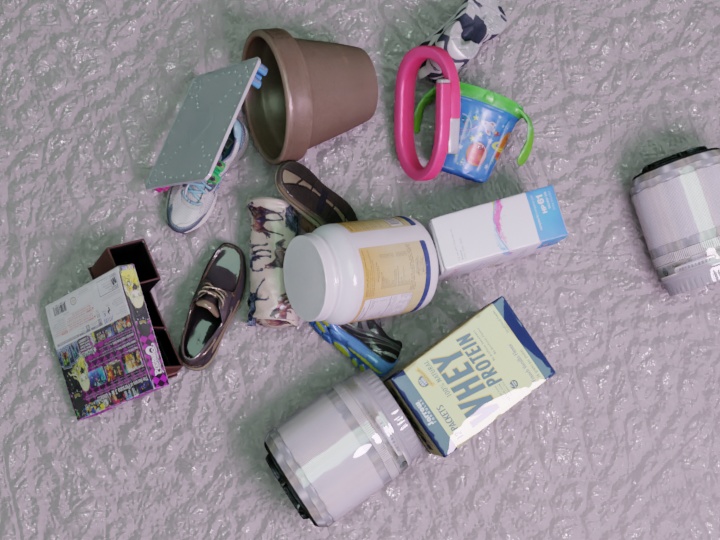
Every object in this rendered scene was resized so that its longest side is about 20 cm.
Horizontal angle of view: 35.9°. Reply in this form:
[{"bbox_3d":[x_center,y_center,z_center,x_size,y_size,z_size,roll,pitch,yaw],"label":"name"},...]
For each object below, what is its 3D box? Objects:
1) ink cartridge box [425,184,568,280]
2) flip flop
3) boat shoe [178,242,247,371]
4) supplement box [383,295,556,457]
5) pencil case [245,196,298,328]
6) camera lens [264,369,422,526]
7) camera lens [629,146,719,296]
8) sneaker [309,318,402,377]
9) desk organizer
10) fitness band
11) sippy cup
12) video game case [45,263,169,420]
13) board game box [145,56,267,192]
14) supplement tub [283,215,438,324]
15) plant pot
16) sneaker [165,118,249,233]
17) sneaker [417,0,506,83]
[{"bbox_3d":[0.198,-0.054,1.693,0.197,0.145,0.086,-17,84,-7],"label":"ink cartridge box"},{"bbox_3d":[-0.069,-0.087,1.695,0.200,0.057,0.082,43,50,-31],"label":"flip flop"},{"bbox_3d":[-0.221,0.055,1.683,0.073,0.073,0.203,16,82,-2],"label":"boat shoe"},{"bbox_3d":[0.153,0.159,1.635,0.198,0.200,0.135,-36,85,-7],"label":"supplement box"},{"bbox_3d":[-0.138,-0.013,1.696,0.088,0.078,0.204,-3,82,18],"label":"pencil case"},{"bbox_3d":[-0.029,0.261,1.620,0.198,0.160,0.161,-34,86,-8],"label":"camera lens"},{"bbox_3d":[0.515,-0.078,1.713,0.157,0.160,0.203,-16,84,-6],"label":"camera lens"},{"bbox_3d":[-0.018,0.076,1.708,0.199,0.071,0.083,43,60,4],"label":"sneaker"},{"bbox_3d":[-0.326,0.062,1.650,0.071,0.077,0.202,-16,76,-39],"label":"desk organizer"},{"bbox_3d":[0.097,-0.238,1.684,0.037,0.143,0.204,-5,103,-30],"label":"fitness band"},{"bbox_3d":[0.171,-0.211,1.726,0.138,0.177,0.132,18,93,-30],"label":"sippy cup"},{"bbox_3d":[-0.374,0.108,1.621,0.036,0.198,0.184,-10,79,-50],"label":"video game case"},{"bbox_3d":[-0.230,-0.212,1.654,0.026,0.198,0.203,32,71,-33],"label":"board game box"},{"bbox_3d":[0.000,0.000,1.625,0.197,0.144,0.147,-8,82,-33],"label":"supplement tub"},{"bbox_3d":[-0.072,-0.276,1.695,0.172,0.200,0.204,-13,83,-23],"label":"plant pot"},{"bbox_3d":[-0.242,-0.153,1.702,0.077,0.086,0.202,27,81,0],"label":"sneaker"},{"bbox_3d":[0.148,-0.363,1.768,0.080,0.129,0.200,46,45,-17],"label":"sneaker"}]
